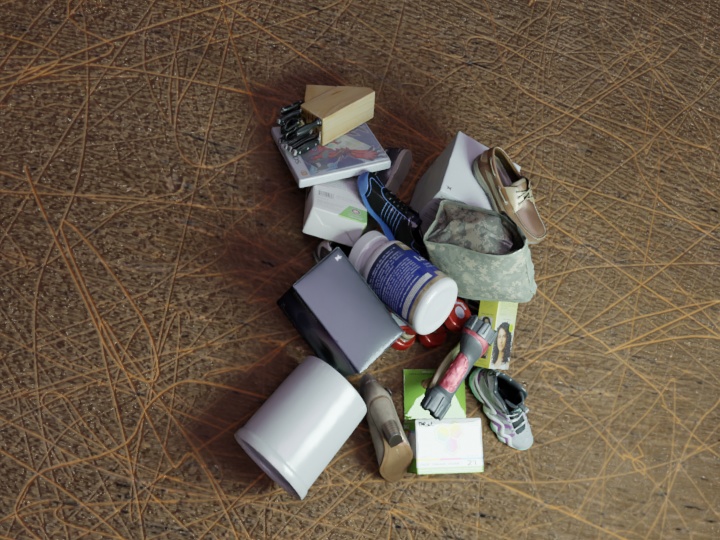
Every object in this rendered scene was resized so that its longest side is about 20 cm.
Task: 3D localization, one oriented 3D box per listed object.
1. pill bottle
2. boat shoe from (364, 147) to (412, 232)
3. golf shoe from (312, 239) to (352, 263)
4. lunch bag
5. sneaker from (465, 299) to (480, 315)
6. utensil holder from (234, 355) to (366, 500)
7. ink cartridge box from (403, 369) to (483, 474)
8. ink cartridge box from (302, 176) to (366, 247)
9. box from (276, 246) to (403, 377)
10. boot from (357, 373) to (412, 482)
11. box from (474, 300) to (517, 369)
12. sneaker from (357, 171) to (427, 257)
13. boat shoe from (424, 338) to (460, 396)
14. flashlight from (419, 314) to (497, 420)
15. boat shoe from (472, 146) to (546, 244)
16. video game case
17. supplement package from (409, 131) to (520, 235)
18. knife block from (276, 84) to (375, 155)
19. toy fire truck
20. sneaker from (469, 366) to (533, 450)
[{"bbox_3d":[0.074,0.017,1.439,0.115,0.117,0.199,-41,58,-19],"label":"pill bottle"},{"bbox_3d":[0.038,-0.173,1.627,0.062,0.073,0.203,22,74,28],"label":"boat shoe"},{"bbox_3d":[0.000,0.000,1.555,0.196,0.094,0.079,26,72,-12],"label":"golf shoe"},{"bbox_3d":[0.233,-0.027,1.445,0.196,0.165,0.119,15,60,27],"label":"lunch bag"},{"bbox_3d":[0.261,0.052,1.624,0.072,0.087,0.205,-17,84,-18],"label":"sneaker"},{"bbox_3d":[-0.107,0.285,1.430,0.170,0.170,0.201,44,68,-4],"label":"utensil holder"},{"bbox_3d":[0.162,0.298,1.552,0.144,0.076,0.206,2,79,-16],"label":"ink cartridge box"},{"bbox_3d":[-0.049,-0.147,1.555,0.114,0.068,0.203,16,40,-13],"label":"ink cartridge box"},{"bbox_3d":[-0.046,0.087,1.468,0.123,0.198,0.201,-39,91,-19],"label":"box"},{"bbox_3d":[0.042,0.299,1.506,0.069,0.203,0.148,-16,48,-14],"label":"boot"},{"bbox_3d":[0.274,0.093,1.558,0.074,0.049,0.206,8,90,-46],"label":"box"},{"bbox_3d":[0.071,-0.112,1.516,0.203,0.077,0.070,60,31,-6],"label":"sneaker"},{"bbox_3d":[0.200,0.190,1.566,0.062,0.074,0.200,38,59,11],"label":"boat shoe"},{"bbox_3d":[0.184,0.185,1.481,0.067,0.068,0.202,37,79,-6],"label":"flashlight"},{"bbox_3d":[0.284,-0.141,1.447,0.075,0.072,0.202,-32,84,-32],"label":"boat shoe"},{"bbox_3d":[-0.062,-0.249,1.570,0.195,0.023,0.184,-14,48,-19],"label":"video game case"},{"bbox_3d":[0.198,-0.138,1.569,0.148,0.200,0.154,27,59,-9],"label":"supplement package"},{"bbox_3d":[-0.068,-0.296,1.556,0.194,0.065,0.178,2,46,-3],"label":"knife block"},{"bbox_3d":[0.120,0.059,1.559,0.196,0.112,0.172,1,64,-35],"label":"toy fire truck"},{"bbox_3d":[0.307,0.284,1.558,0.077,0.139,0.201,-40,99,-18],"label":"sneaker"}]
